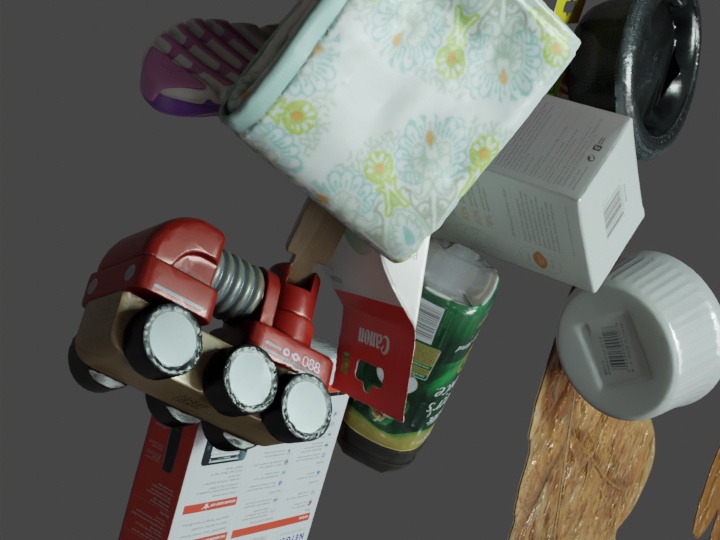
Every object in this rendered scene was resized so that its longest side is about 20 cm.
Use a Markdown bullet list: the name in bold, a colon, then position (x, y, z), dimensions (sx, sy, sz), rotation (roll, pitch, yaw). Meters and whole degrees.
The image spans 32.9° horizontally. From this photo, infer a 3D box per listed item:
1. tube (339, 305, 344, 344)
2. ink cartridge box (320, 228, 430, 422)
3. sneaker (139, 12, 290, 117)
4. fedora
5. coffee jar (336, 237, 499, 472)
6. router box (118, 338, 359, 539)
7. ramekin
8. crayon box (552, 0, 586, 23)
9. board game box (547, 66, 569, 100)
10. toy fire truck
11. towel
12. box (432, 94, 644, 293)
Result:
- **tube**: position (0.013, 0.003, 1.077), dimensions (0.058, 0.052, 0.201), rotation (-1, 124, -16)
- **ink cartridge box**: position (0.000, 0.000, 0.926), dimensions (0.050, 0.161, 0.202), rotation (10, 91, -20)
- **sneaker**: position (-0.071, -0.126, 0.851), dimensions (0.199, 0.081, 0.089), rotation (-20, 149, -45)
- **fedora**: position (0.264, -0.207, 1.206), dimensions (0.200, 0.091, 0.202), rotation (-16, 110, -52)
- **coffee jar**: position (0.046, 0.078, 1.071), dimensions (0.104, 0.085, 0.201), rotation (-51, 166, -58)
- **router box**: position (-0.095, 0.147, 0.991), dimensions (0.200, 0.049, 0.181), rotation (5, 104, -58)
- **ramekin**: position (0.333, 0.084, 1.478), dimensions (0.097, 0.200, 0.202), rotation (-21, 126, -41)
- **crayon box**: position (0.192, -0.331, 1.125), dimensions (0.127, 0.050, 0.201), rotation (-26, 129, -66)
- **board game box**: position (0.184, -0.120, 1.264), dimensions (0.101, 0.047, 0.201), rotation (-20, 124, -50)
- **toy fire truck**: position (-0.080, 0.004, 0.840), dimensions (0.176, 0.128, 0.201), rotation (31, 59, -33)
- **towel**: position (0.030, -0.125, 0.786), dimensions (0.171, 0.048, 0.200), rotation (38, 93, -28)
- **box**: position (0.131, -0.082, 1.059), dimensions (0.098, 0.199, 0.125), rotation (-53, 146, -24)
